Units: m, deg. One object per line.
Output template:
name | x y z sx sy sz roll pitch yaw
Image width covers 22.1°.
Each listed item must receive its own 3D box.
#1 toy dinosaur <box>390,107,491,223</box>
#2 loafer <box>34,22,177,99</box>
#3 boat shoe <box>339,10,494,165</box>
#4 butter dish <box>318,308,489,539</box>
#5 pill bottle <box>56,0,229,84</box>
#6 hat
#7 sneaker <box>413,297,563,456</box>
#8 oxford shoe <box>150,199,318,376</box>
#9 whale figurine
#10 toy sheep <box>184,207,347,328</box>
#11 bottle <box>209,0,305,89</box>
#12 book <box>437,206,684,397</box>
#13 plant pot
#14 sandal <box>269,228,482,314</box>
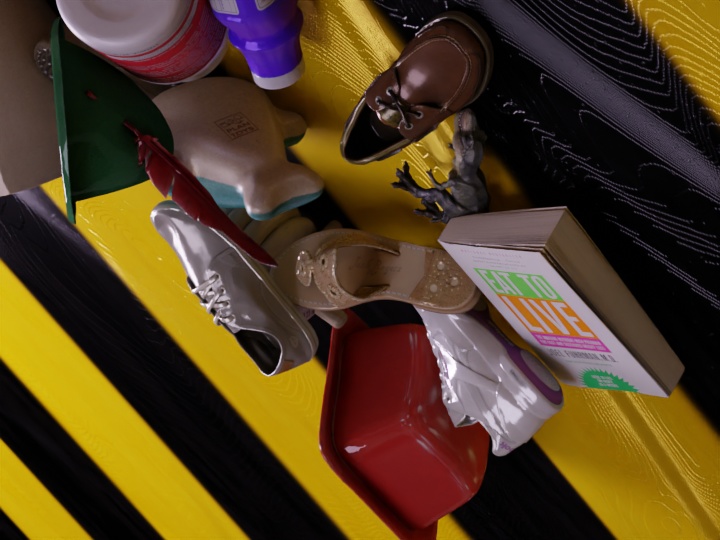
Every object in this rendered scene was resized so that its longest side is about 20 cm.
toy dinosaur | 0.081 -0.058 1.583 0.088 0.048 0.201 16 145 29
loafer | -0.213 -0.180 1.767 0.199 0.068 0.076 33 152 -13
boat shoe | 0.043 -0.137 1.497 0.072 0.068 0.200 44 150 1
butter dish | 0.066 0.137 1.746 0.147 0.201 0.200 -22 128 27
pill bottle | -0.174 -0.220 1.550 0.112 0.113 0.200 36 -179 12
hat | -0.167 -0.121 1.573 0.166 0.175 0.201 -106 13 -65
sneaker | 0.090 0.080 1.657 0.100 0.075 0.200 -52 59 20
oxford shoe | -0.120 0.018 1.673 0.200 0.058 0.075 48 147 -7
whale figurine | -0.114 -0.092 1.658 0.200 0.159 0.104 39 142 39
toy sheep | -0.092 -0.009 1.767 0.199 0.138 0.138 32 149 19
bottle | -0.089 -0.240 1.511 0.065 0.084 0.201 11 140 26
book | 0.170 0.028 1.563 0.133 0.048 0.200 2 142 51
plant pot | -0.354 -0.198 1.823 0.187 0.187 0.201 6 121 47
sandal | 0.001 -0.006 1.631 0.211 0.078 0.070 6 166 25
